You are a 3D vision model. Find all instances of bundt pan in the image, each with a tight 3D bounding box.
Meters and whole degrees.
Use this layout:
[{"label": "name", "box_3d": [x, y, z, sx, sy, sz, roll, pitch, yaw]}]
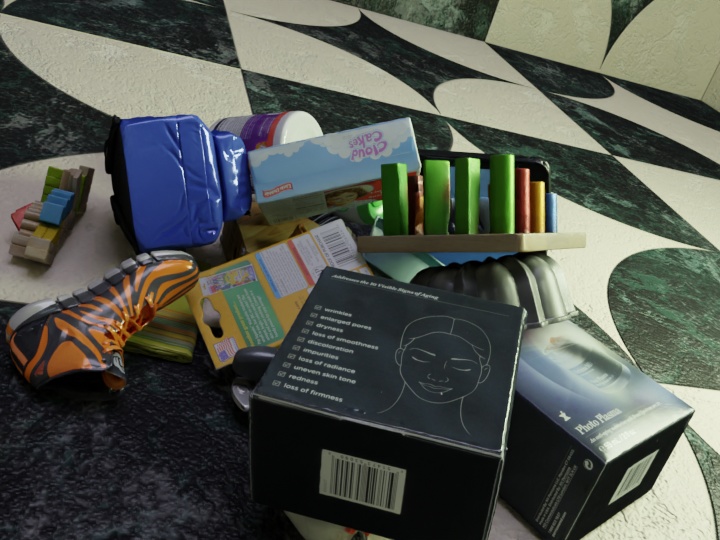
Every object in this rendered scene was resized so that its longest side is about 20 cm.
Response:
[{"label": "bundt pan", "box_3d": [0.137, 0.025, 0.914, 0.198, 0.077, 0.202, -10, 1, 0]}]

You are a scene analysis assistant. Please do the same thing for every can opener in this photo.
[{"label": "can opener", "box_3d": [-0.037, 0.126, 0.839, 0.197, 0.067, 0.053, 12, 26, -24]}]

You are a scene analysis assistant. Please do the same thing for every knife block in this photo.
[{"label": "knife block", "box_3d": [-0.092, -0.035, 1.090, 0.173, 0.065, 0.201, 6, 29, -23]}]

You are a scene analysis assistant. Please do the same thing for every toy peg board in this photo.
[{"label": "toy peg board", "box_3d": [0.128, -0.072, 0.921, 0.197, 0.100, 0.198, 1, 4, 34]}]

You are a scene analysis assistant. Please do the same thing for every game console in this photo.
[{"label": "game console", "box_3d": [0.141, -0.051, 1.065, 0.197, 0.177, 0.117, 7, 48, 21]}]

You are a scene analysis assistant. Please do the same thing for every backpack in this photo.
[{"label": "backpack", "box_3d": [-0.227, -0.106, 1.002, 0.165, 0.166, 0.199, -4, 9, -22]}]

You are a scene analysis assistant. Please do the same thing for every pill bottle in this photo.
[{"label": "pill bottle", "box_3d": [-0.158, -0.166, 1.178, 0.197, 0.113, 0.111, 2, 16, 33]}]

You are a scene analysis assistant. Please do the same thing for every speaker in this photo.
[{"label": "speaker", "box_3d": [-0.041, -0.122, 1.207, 0.198, 0.090, 0.088, 16, 20, 40]}]

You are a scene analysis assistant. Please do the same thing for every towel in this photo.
[{"label": "towel", "box_3d": [-0.222, 0.036, 0.934, 0.085, 0.018, 0.201, 17, 27, -12]}]

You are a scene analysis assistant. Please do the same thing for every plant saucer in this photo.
[{"label": "plant saucer", "box_3d": [0.083, 0.014, 1.022, 0.199, 0.019, 0.071, 35, 51, -19]}]

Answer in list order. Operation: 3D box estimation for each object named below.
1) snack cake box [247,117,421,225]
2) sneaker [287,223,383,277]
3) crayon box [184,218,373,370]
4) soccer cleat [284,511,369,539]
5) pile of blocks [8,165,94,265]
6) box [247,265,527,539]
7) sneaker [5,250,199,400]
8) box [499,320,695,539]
[{"label": "snack cake box", "box_3d": [-0.030, -0.119, 1.000, 0.197, 0.068, 0.115, -12, -10, -1]}, {"label": "sneaker", "box_3d": [0.000, 0.000, 1.008, 0.197, 0.086, 0.073, 18, 25, -10]}, {"label": "crayon box", "box_3d": [-0.084, 0.034, 0.900, 0.197, 0.052, 0.127, -21, 56, -16]}, {"label": "soccer cleat", "box_3d": [0.011, 0.185, 0.757, 0.077, 0.070, 0.199, 30, 32, 27]}, {"label": "pile of blocks", "box_3d": [-0.373, -0.079, 0.973, 0.061, 0.083, 0.201, 14, 28, -10]}, {"label": "box", "box_3d": [0.029, 0.111, 0.702, 0.197, 0.126, 0.197, 12, 34, 11]}, {"label": "sneaker", "box_3d": [-0.232, 0.062, 0.799, 0.198, 0.078, 0.112, -28, 55, -21]}, {"label": "box", "box_3d": [0.209, 0.157, 0.873, 0.198, 0.125, 0.198, -10, 38, -44]}]
